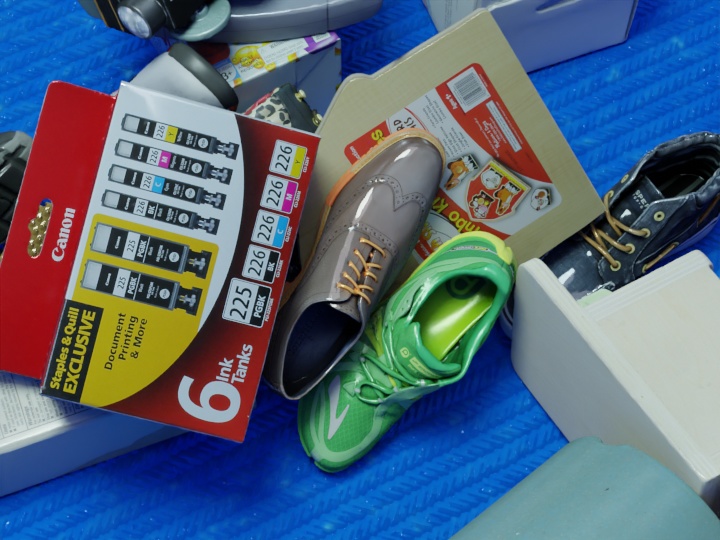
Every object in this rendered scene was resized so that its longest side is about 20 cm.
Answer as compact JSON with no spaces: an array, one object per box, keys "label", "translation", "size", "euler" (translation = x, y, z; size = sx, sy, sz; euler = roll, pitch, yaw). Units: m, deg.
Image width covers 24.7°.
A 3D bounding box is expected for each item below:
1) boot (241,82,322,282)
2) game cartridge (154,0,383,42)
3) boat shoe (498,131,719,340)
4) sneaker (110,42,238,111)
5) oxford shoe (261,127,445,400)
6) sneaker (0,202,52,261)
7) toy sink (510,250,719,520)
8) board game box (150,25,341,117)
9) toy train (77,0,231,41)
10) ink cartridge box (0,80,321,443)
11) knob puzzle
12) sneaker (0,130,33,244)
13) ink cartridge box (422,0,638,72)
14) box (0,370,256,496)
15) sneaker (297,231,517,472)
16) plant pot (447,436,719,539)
[{"label":"boot","translation":[-0.001,-0.078,1.178],"size":[0.203,0.073,0.154],"euler":[-35,98,-13]},{"label":"game cartridge","translation":[-0.086,-0.228,1.196],"size":[0.200,0.042,0.133],"euler":[-3,66,-3]},{"label":"boat shoe","translation":[0.181,-0.027,1.173],"size":[0.200,0.091,0.071],"euler":[-35,67,-16]},{"label":"sneaker","translation":[-0.158,-0.096,1.167],"size":[0.067,0.201,0.108],"euler":[46,74,-14]},{"label":"oxford shoe","translation":[0.000,0.000,1.081],"size":[0.071,0.073,0.200],"euler":[27,100,-22]},{"label":"sneaker","translation":[-0.177,-0.013,1.161],"size":[0.200,0.090,0.075],"euler":[-27,37,32]},{"label":"toy sink","translation":[0.202,0.074,1.090],"size":[0.112,0.130,0.200],"euler":[-26,55,-17]},{"label":"board game box","translation":[-0.106,-0.200,1.259],"size":[0.103,0.105,0.200],"euler":[-27,66,-13]},{"label":"toy train","translation":[-0.114,-0.238,1.133],"size":[0.114,0.085,0.200],"euler":[22,61,32]},{"label":"ink cartridge box","translation":[-0.137,-0.010,1.041],"size":[0.175,0.084,0.200],"euler":[14,88,-10]},{"label":"knob puzzle","translation":[0.042,-0.057,1.125],"size":[0.219,0.220,0.030],"euler":[-12,27,-6]},{"label":"sneaker","translation":[-0.310,-0.030,1.170],"size":[0.200,0.075,0.079],"euler":[-47,54,1]},{"label":"ink cartridge box","translation":[0.113,-0.271,1.270],"size":[0.145,0.145,0.200],"euler":[-19,64,-10]},{"label":"box","translation":[-0.180,0.075,1.131],"size":[0.200,0.078,0.095],"euler":[-17,64,-8]},{"label":"sneaker","translation":[0.027,0.055,1.105],"size":[0.074,0.084,0.200],"euler":[39,100,-8]},{"label":"plant pot","translation":[0.118,0.216,1.001],"size":[0.200,0.200,0.196],"euler":[40,62,19]}]
